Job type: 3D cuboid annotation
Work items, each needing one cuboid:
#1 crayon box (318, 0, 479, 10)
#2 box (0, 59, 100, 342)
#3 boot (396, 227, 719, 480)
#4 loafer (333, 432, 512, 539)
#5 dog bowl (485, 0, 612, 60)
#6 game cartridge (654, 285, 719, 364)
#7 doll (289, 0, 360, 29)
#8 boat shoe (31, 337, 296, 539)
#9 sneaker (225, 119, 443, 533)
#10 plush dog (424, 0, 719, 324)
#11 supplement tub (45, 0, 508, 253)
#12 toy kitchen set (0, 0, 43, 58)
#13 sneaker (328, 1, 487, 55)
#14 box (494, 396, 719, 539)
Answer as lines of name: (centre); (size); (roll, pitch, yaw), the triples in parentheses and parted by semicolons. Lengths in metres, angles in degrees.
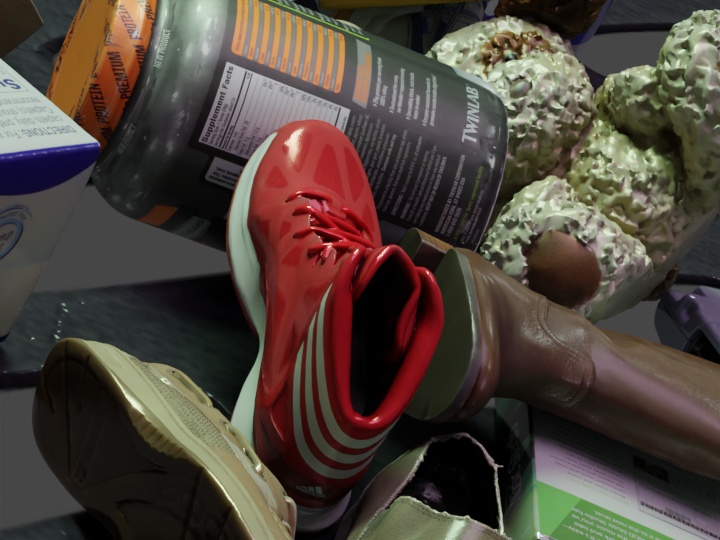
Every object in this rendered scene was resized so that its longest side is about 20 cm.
crayon box: (0.043, -0.190, 1.447); (0.125, 0.052, 0.200); (-3, 20, 8)
box: (-0.240, -0.056, 1.005); (0.200, 0.105, 0.184); (39, 26, 23)
boot: (0.110, 0.056, 1.124); (0.200, 0.064, 0.186); (27, 16, -12)
loafer: (0.018, 0.120, 0.982); (0.075, 0.070, 0.200); (25, 24, -8)
dog bowl: (0.074, -0.217, 1.692); (0.200, 0.079, 0.200); (24, 25, -12)
game cartridge: (0.247, 0.085, 1.344); (0.133, 0.041, 0.200); (10, 30, -29)
doll: (-0.062, -0.139, 1.344); (0.048, 0.137, 0.200); (-25, 39, -25)
boat shoe: (-0.053, 0.091, 0.961); (0.064, 0.071, 0.200); (7, 31, -38)
sneaker: (0.000, 0.000, 1.069); (0.078, 0.116, 0.200); (15, 52, -25)
plush dog: (0.102, -0.064, 1.354); (0.172, 0.200, 0.160); (41, -12, 13)
supplement tub: (-0.042, -0.065, 1.216); (0.200, 0.123, 0.123); (20, 26, -18)
toy kitchen set: (-0.285, -0.166, 1.214); (0.163, 0.180, 0.200); (46, -11, 27)
sneaker: (0.042, -0.130, 1.512); (0.088, 0.075, 0.200); (41, 35, 7)
box: (0.132, 0.107, 1.179); (0.144, 0.036, 0.200); (25, 23, -10)
